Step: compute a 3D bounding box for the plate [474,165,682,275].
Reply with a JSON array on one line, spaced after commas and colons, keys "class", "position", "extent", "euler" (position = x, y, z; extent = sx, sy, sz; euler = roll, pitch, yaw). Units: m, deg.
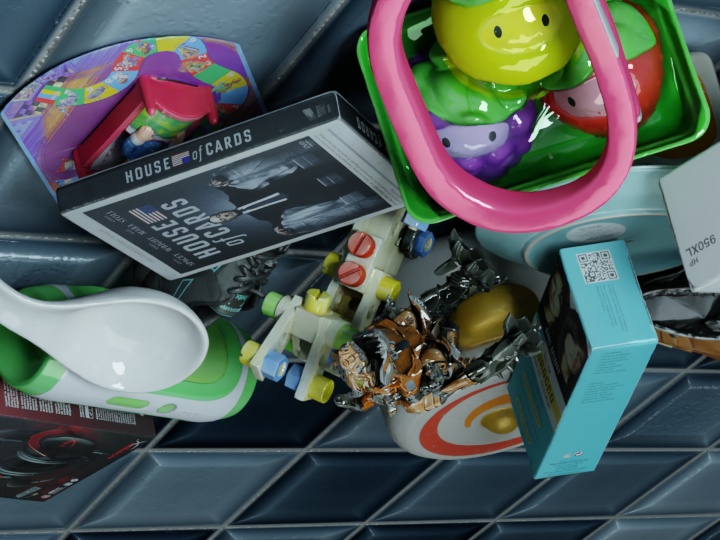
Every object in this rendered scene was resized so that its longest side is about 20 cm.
[{"class": "plate", "position": [0.179, -0.026, 1.493], "extent": [0.199, 0.026, 0.200], "euler": [-3, 162, -1]}]

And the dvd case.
[{"class": "dvd case", "position": [-0.074, -0.051, 1.403], "extent": [0.200, 0.025, 0.150], "euler": [-18, 156, 19]}]

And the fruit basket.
[{"class": "fruit basket", "position": [0.103, -0.130, 1.348], "extent": [0.215, 0.156, 0.216], "euler": [-17, 171, -3]}]

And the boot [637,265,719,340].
[{"class": "boot", "position": [0.279, 0.026, 1.576], "extent": [0.199, 0.069, 0.174], "euler": [-1, -175, -1]}]

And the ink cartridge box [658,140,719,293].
[{"class": "ink cartridge box", "position": [0.314, -0.047, 1.389], "extent": [0.200, 0.084, 0.145], "euler": [2, 154, -41]}]

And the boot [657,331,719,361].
[{"class": "boot", "position": [0.309, 0.055, 1.863], "extent": [0.154, 0.074, 0.200], "euler": [5, 157, 11]}]

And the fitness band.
[{"class": "fitness band", "position": [0.085, -0.113, 1.277], "extent": [0.143, 0.037, 0.200], "euler": [-15, 120, 16]}]

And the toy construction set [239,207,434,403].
[{"class": "toy construction set", "position": [0.000, 0.000, 1.535], "extent": [0.200, 0.092, 0.131], "euler": [-53, 159, 5]}]

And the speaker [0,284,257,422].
[{"class": "speaker", "position": [-0.172, 0.063, 1.611], "extent": [0.200, 0.089, 0.088], "euler": [13, 142, -45]}]

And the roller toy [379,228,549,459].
[{"class": "roller toy", "position": [0.097, 0.063, 1.704], "extent": [0.182, 0.140, 0.200], "euler": [10, 143, -43]}]

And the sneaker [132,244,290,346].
[{"class": "sneaker", "position": [-0.077, -0.016, 1.522], "extent": [0.075, 0.079, 0.200], "euler": [13, 140, -44]}]

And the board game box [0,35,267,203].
[{"class": "board game box", "position": [-0.137, -0.079, 1.404], "extent": [0.158, 0.039, 0.200], "euler": [-17, 154, 2]}]

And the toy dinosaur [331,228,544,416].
[{"class": "toy dinosaur", "position": [0.047, 0.052, 1.501], "extent": [0.136, 0.102, 0.200], "euler": [-40, 180, 13]}]

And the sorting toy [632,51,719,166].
[{"class": "sorting toy", "position": [0.208, -0.054, 1.597], "extent": [0.180, 0.107, 0.200], "euler": [-17, 155, 20]}]

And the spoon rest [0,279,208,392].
[{"class": "spoon rest", "position": [-0.196, 0.029, 1.481], "extent": [0.200, 0.061, 0.099], "euler": [29, 127, -25]}]

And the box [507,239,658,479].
[{"class": "box", "position": [0.154, 0.067, 1.526], "extent": [0.049, 0.082, 0.200], "euler": [-8, 150, -13]}]

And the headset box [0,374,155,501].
[{"class": "headset box", "position": [-0.281, 0.110, 1.646], "extent": [0.148, 0.075, 0.200], "euler": [-30, 151, 36]}]
